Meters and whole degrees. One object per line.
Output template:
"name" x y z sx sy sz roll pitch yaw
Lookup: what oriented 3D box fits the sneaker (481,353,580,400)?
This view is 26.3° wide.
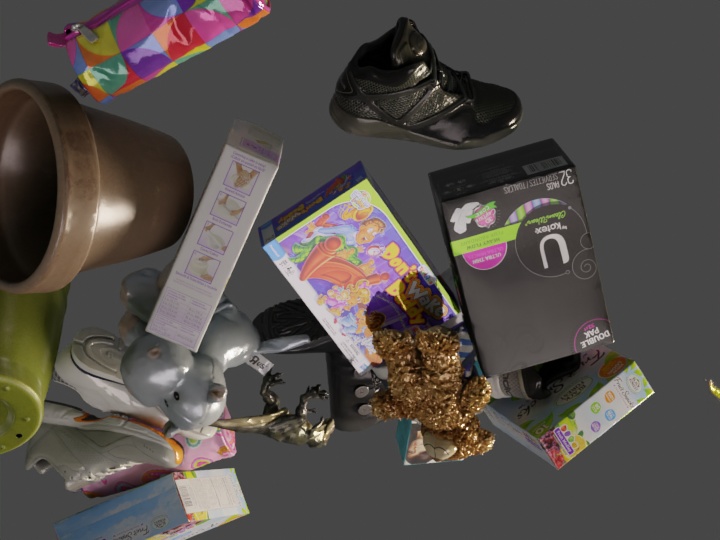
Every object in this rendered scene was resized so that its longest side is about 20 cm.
"sneaker" 0.224 0.071 1.751 0.200 0.087 0.074 -52 133 -21

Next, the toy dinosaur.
"toy dinosaur" -0.091 0.161 1.765 0.199 0.048 0.089 13 117 -37

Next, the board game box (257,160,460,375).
"board game box" 0.000 0.000 1.660 0.134 0.045 0.201 -33 119 8

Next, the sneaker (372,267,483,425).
"sneaker" 0.117 0.091 1.770 0.200 0.081 0.147 -42 122 -3

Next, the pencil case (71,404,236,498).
"pencil case" -0.248 0.206 1.828 0.198 0.088 0.088 -16 137 4

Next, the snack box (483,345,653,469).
"snack box" 0.230 0.142 1.781 0.142 0.200 0.053 -39 108 -7

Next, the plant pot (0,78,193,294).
"plant pot" -0.258 -0.079 1.476 0.173 0.201 0.201 -1 138 -39

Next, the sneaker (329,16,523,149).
"sneaker" 0.076 -0.183 1.518 0.197 0.077 0.115 6 140 -13

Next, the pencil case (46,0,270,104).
"pencil case" -0.180 -0.227 1.403 0.199 0.089 0.089 -27 136 11

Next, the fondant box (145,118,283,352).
"fondant box" -0.141 -0.037 1.509 0.058 0.144 0.202 22 104 -7

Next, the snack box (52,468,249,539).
"snack box" -0.248 0.299 1.866 0.167 0.068 0.200 -24 170 14

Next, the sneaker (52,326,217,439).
"sneaker" -0.253 0.138 1.754 0.199 0.077 0.081 32 130 -16

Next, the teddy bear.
"teddy bear" 0.078 0.137 1.677 0.143 0.067 0.201 5 131 7

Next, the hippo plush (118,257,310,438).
"hippo plush" -0.191 0.105 1.651 0.199 0.162 0.159 38 131 -20

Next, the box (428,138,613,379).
"box" 0.168 -0.014 1.627 0.147 0.124 0.202 -15 108 1

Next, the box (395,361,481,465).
"box" 0.097 0.156 1.892 0.081 0.049 0.201 -4 135 -11

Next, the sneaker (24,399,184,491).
"sneaker" -0.294 0.213 1.759 0.198 0.093 0.076 9 166 23

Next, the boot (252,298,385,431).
"boot" -0.035 0.114 1.811 0.163 0.066 0.201 -10 141 -2

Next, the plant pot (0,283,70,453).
"plant pot" -0.391 0.078 1.577 0.198 0.194 0.202 -8 137 -7
